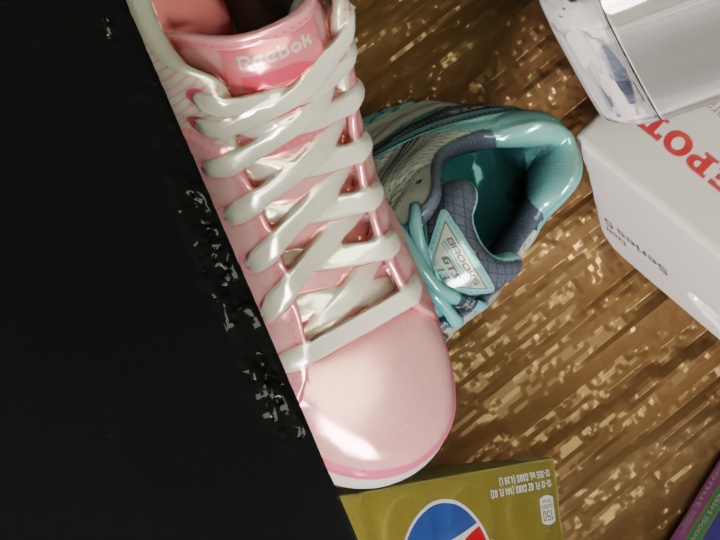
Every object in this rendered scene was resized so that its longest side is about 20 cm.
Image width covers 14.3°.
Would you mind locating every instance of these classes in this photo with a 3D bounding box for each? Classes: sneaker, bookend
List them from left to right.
[{"bbox_3d":[-0.131,0.036,0.761,0.200,0.092,0.199,-23,86,-20],"label":"bookend"},{"bbox_3d":[-0.026,-0.027,0.843,0.075,0.105,0.201,-29,92,-19],"label":"sneaker"},{"bbox_3d":[0.000,0.000,0.934,0.200,0.086,0.078,-47,116,-39],"label":"sneaker"}]

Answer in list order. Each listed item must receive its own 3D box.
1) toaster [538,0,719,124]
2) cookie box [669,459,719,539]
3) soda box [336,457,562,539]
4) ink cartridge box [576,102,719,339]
[{"bbox_3d":[0.116,-0.134,0.939,0.129,0.200,0.114,-22,147,12],"label":"toaster"},{"bbox_3d":[0.224,0.121,1.068,0.200,0.075,0.171,34,87,-19],"label":"cookie box"},{"bbox_3d":[-0.016,0.105,0.919,0.200,0.064,0.068,-5,88,-50],"label":"soda box"},{"bbox_3d":[0.196,-0.054,0.990,0.200,0.084,0.145,-45,64,-8],"label":"ink cartridge box"}]
